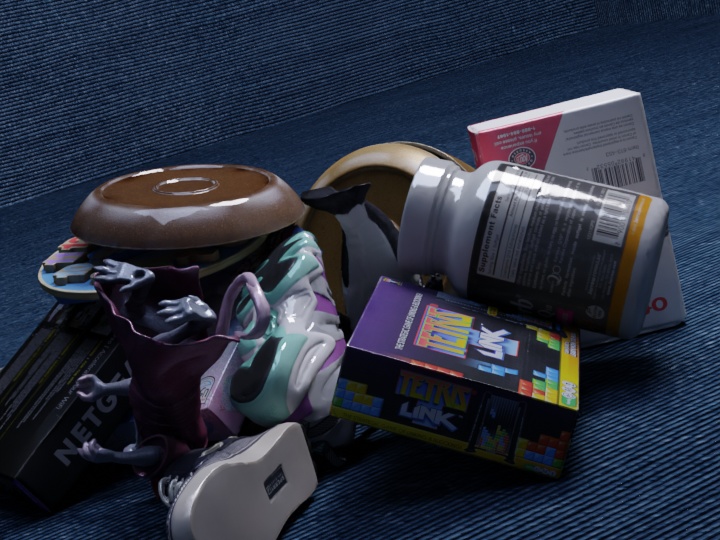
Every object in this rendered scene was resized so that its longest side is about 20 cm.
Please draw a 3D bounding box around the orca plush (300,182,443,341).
[{"bbox_3d":[0.000,0.000,1.365,0.105,0.200,0.071,-36,35,0],"label":"orca plush"}]

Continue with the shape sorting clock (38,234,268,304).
[{"bbox_3d":[-0.175,-0.020,1.353,0.199,0.039,0.200,-14,18,5],"label":"shape sorting clock"}]

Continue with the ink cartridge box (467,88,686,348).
[{"bbox_3d":[0.185,-0.041,1.376,0.144,0.201,0.084,-13,9,1],"label":"ink cartridge box"}]

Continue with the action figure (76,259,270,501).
[{"bbox_3d":[-0.142,0.083,1.193,0.148,0.201,0.134,-10,36,-9],"label":"action figure"}]

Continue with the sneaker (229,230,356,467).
[{"bbox_3d":[-0.030,0.071,1.262,0.078,0.140,0.200,-31,31,33],"label":"sneaker"}]

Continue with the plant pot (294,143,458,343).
[{"bbox_3d":[0.017,-0.016,1.446,0.199,0.201,0.027,-7,-5,28],"label":"plant pot"}]

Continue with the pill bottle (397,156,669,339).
[{"bbox_3d":[0.137,-0.023,1.270,0.199,0.117,0.116,14,19,12],"label":"pill bottle"}]

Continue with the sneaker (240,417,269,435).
[{"bbox_3d":[-0.078,0.084,1.404,0.090,0.067,0.200,19,19,-26],"label":"sneaker"}]

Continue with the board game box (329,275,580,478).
[{"bbox_3d":[0.075,0.071,1.167,0.165,0.057,0.200,16,15,3],"label":"board game box"}]

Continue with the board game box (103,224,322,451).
[{"bbox_3d":[-0.148,0.062,1.364,0.199,0.043,0.200,-14,41,40],"label":"board game box"}]

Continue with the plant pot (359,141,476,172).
[{"bbox_3d":[0.081,-0.026,1.546,0.186,0.187,0.200,-7,-2,27],"label":"plant pot"}]

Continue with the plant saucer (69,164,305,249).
[{"bbox_3d":[-0.147,-0.059,1.353,0.199,0.032,0.200,-2,17,1],"label":"plant saucer"}]

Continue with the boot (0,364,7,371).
[{"bbox_3d":[-0.344,0.127,1.541,0.199,0.073,0.182,-13,12,-34],"label":"boot"}]

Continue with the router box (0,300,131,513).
[{"bbox_3d":[-0.246,0.096,1.339,0.149,0.051,0.200,8,56,53],"label":"router box"}]

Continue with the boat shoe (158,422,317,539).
[{"bbox_3d":[-0.105,0.163,1.095,0.092,0.075,0.200,-16,2,22],"label":"boat shoe"}]

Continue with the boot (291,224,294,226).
[{"bbox_3d":[-0.012,-0.017,1.649,0.150,0.073,0.200,-15,-28,-28],"label":"boot"}]
